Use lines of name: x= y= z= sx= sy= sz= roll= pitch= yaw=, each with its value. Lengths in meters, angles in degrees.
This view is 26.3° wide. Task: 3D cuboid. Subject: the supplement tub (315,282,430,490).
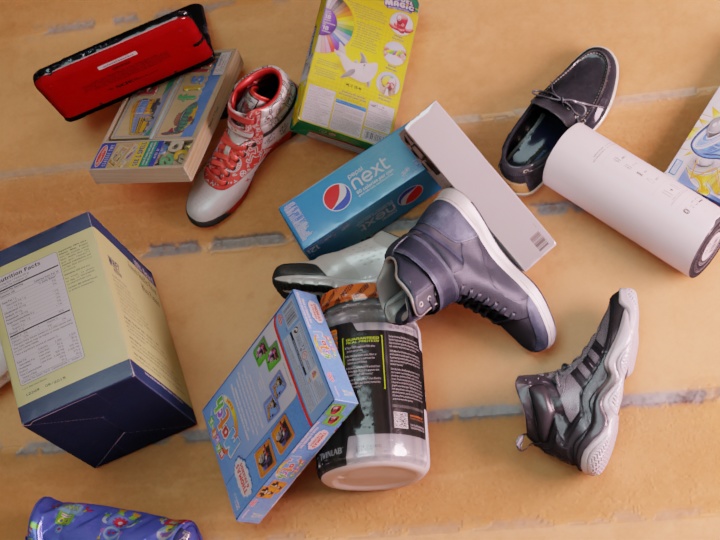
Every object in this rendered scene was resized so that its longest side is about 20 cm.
supplement tub: x=0.009 y=0.123 z=1.633 sx=0.121 sy=0.123 sz=0.202 roll=-8 pitch=68 yaw=12

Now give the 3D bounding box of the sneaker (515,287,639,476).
sneaker: x=0.223 y=0.105 z=1.606 sx=0.113 sy=0.076 sz=0.202 roll=12 pitch=76 yaw=16

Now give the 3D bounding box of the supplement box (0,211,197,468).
supplement box: x=-0.295 y=0.080 z=1.689 sx=0.133 sy=0.200 sz=0.202 roll=-23 pitch=66 yaw=5

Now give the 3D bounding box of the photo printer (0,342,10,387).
photo printer: x=-0.491 y=0.068 z=1.818 sx=0.165 sy=0.070 sz=0.202 roll=-22 pitch=65 yaw=6

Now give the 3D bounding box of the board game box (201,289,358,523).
board game box: x=-0.090 y=0.144 z=1.624 sx=0.200 sy=0.036 sz=0.152 roll=-51 pitch=44 yaw=30

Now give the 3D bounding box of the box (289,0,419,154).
box: x=-0.005 y=-0.243 z=1.791 sx=0.116 sy=0.048 sz=0.202 roll=18 pitch=74 yaw=-13

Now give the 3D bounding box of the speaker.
speaker: x=0.295 y=-0.078 z=1.655 sx=0.199 sy=0.081 sz=0.081 roll=35 pitch=81 yaw=24

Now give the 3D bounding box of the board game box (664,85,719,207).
board game box: x=0.438 y=-0.149 z=1.669 sx=0.135 sy=0.034 sz=0.201 roll=29 pitch=79 yaw=23

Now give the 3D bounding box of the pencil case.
pencil case: x=-0.268 y=0.297 z=1.663 sx=0.198 sy=0.087 sz=0.079 roll=6 pitch=111 yaw=18

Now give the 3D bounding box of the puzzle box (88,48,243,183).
puzzle box: x=-0.228 y=-0.184 z=1.823 sx=0.132 sy=0.026 sz=0.201 roll=-1 pitch=49 yaw=24

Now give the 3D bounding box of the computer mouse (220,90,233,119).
computer mouse: x=-0.210 y=-0.182 z=1.864 sx=0.198 sy=0.034 sz=0.059 roll=-16 pitch=46 yaw=3

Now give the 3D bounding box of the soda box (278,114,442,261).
soda box: x=0.011 y=-0.089 z=1.743 sx=0.199 sy=0.068 sz=0.065 roll=-33 pitch=65 yaw=1

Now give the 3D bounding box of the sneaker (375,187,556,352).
sneaker: x=0.105 y=0.036 z=1.612 sx=0.203 sy=0.077 sz=0.146 roll=51 pitch=60 yaw=-8

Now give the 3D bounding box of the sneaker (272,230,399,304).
sneaker: x=0.000 y=0.000 z=1.717 sx=0.197 sy=0.074 sz=0.081 roll=-1 pitch=65 yaw=6

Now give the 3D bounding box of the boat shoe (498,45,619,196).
boat shoe: x=0.223 y=-0.173 z=1.722 sx=0.074 sy=0.062 sz=0.201 roll=34 pitch=80 yaw=26

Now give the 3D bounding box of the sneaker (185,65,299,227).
sneaker: x=-0.146 y=-0.149 z=1.786 sx=0.067 sy=0.108 sz=0.202 roll=39 pitch=84 yaw=24

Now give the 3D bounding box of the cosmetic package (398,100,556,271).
cosmetic package: x=0.124 y=-0.088 z=1.660 sx=0.051 sy=0.083 sz=0.200 roll=-41 pitch=92 yaw=0

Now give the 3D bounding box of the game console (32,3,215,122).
game console: x=-0.286 y=-0.273 z=1.835 sx=0.198 sy=0.172 sz=0.120 roll=-23 pitch=70 yaw=4
